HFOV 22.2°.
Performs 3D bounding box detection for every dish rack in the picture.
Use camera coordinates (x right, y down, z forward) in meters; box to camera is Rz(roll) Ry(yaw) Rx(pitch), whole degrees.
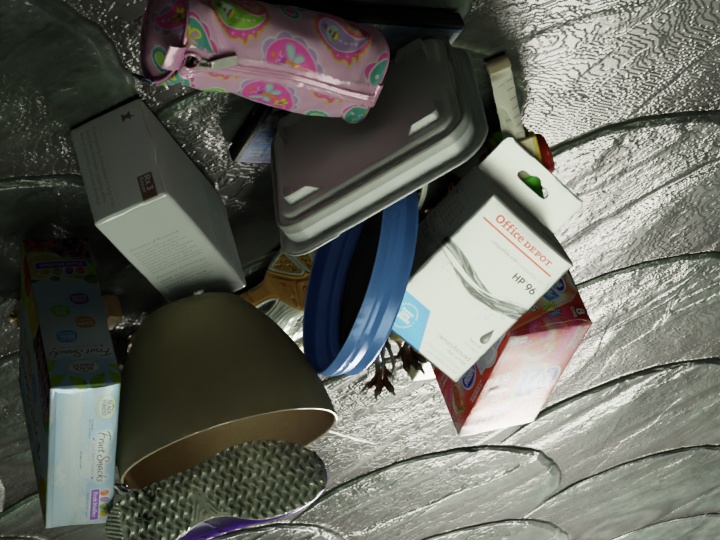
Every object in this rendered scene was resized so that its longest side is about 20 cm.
[{"bbox_3d":[0.004,-0.113,1.515,0.199,0.172,0.044,-29,123,15],"label":"dish rack"}]

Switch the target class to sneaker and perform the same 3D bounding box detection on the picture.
[{"bbox_3d":[-0.058,0.019,1.839,0.199,0.076,0.087,-34,166,28],"label":"sneaker"},{"bbox_3d":[-0.123,0.200,1.630,0.198,0.070,0.100,-17,170,5],"label":"sneaker"},{"bbox_3d":[0.064,-0.080,1.748,0.090,0.070,0.201,-28,156,-20],"label":"sneaker"}]

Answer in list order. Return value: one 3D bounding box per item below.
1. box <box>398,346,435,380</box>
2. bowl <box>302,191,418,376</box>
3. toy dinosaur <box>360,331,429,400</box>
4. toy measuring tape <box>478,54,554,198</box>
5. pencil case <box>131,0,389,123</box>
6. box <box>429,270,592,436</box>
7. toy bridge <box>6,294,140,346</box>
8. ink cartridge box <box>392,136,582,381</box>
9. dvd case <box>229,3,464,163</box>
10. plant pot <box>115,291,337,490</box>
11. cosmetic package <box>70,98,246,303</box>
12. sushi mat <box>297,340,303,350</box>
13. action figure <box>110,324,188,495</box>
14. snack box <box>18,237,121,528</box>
[{"bbox_3d":[0.109,0.030,1.946,0.094,0.078,0.200,-7,149,-24],"label":"box"},{"bbox_3d":[0.000,0.000,1.660,0.039,0.202,0.201,15,140,-16],"label":"bowl"},{"bbox_3d":[0.029,0.046,1.839,0.104,0.200,0.183,-22,135,-21],"label":"toy dinosaur"},{"bbox_3d":[0.139,-0.130,1.726,0.073,0.074,0.201,-20,130,-2],"label":"toy measuring tape"},{"bbox_3d":[-0.076,-0.169,1.439,0.199,0.088,0.087,8,141,-33],"label":"pencil case"},{"bbox_3d":[0.148,0.072,1.856,0.095,0.100,0.201,-8,148,-20],"label":"box"},{"bbox_3d":[-0.257,0.052,1.788,0.199,0.027,0.067,6,143,-41],"label":"toy bridge"},{"bbox_3d":[0.112,-0.011,1.700,0.116,0.068,0.200,38,103,-26],"label":"ink cartridge box"},{"bbox_3d":[-0.014,-0.158,1.595,0.142,0.018,0.200,-1,147,-33],"label":"dvd case"},{"bbox_3d":[-0.134,0.098,1.631,0.199,0.136,0.200,-17,163,-5],"label":"plant pot"},{"bbox_3d":[-0.172,-0.051,1.586,0.074,0.102,0.200,-23,151,8],"label":"cosmetic package"},{"bbox_3d":[-0.019,0.049,1.900,0.200,0.012,0.096,-39,176,17],"label":"sushi mat"},{"bbox_3d":[-0.190,0.144,1.746,0.118,0.201,0.102,-2,152,-30],"label":"action figure"},{"bbox_3d":[-0.261,0.098,1.631,0.067,0.201,0.170,-3,130,-15],"label":"snack box"}]
